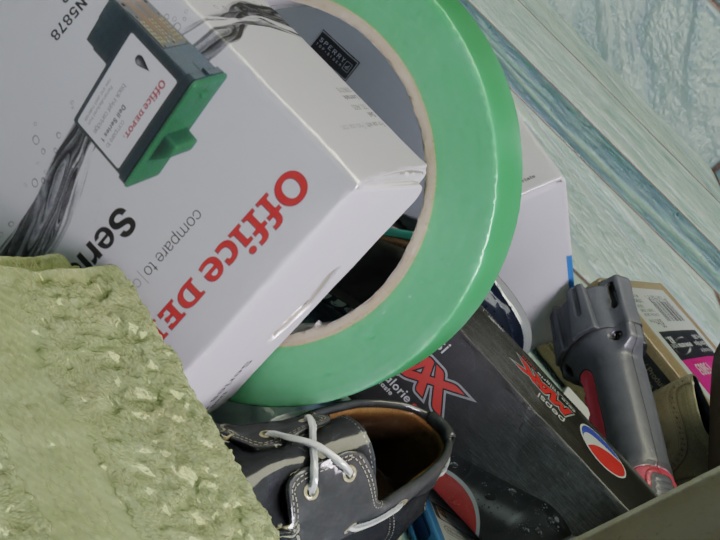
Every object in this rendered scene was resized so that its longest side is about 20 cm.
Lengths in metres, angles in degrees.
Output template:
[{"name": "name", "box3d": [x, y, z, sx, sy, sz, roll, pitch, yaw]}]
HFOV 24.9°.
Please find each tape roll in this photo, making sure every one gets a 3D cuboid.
[{"name": "tape roll", "box3d": [-0.033, -0.044, 0.694, 0.201, 0.200, 0.048, 49, 17, 8]}]

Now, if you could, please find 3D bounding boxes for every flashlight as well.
[{"name": "flashlight", "box3d": [0.148, 0.102, 0.947, 0.068, 0.067, 0.200, 73, 7, -48]}]

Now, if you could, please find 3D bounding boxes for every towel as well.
[{"name": "towel", "box3d": [-0.101, 0.068, 0.518, 0.148, 0.037, 0.200, -3, 47, -47]}]

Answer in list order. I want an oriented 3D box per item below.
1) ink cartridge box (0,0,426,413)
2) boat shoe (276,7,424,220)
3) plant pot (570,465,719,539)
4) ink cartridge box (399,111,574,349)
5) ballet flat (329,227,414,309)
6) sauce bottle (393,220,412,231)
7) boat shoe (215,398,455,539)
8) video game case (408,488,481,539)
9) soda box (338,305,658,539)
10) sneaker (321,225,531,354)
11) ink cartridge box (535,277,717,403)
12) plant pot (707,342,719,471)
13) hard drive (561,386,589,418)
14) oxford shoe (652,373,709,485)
[{"name": "ink cartridge box", "box3d": [-0.096, -0.055, 0.643, 0.200, 0.146, 0.084, 45, 19, 10]}, {"name": "boat shoe", "box3d": [0.009, -0.100, 0.928, 0.200, 0.069, 0.057, 52, 14, 29]}, {"name": "plant pot", "box3d": [0.185, 0.207, 0.670, 0.177, 0.199, 0.200, 53, 20, -18]}, {"name": "ink cartridge box", "box3d": [0.056, -0.059, 1.040, 0.146, 0.084, 0.200, 75, -11, -48]}, {"name": "ballet flat", "box3d": [-0.046, -0.003, 0.756, 0.199, 0.069, 0.068, 16, 0, 27]}, {"name": "sauce bottle", "box3d": [-0.043, -0.071, 0.964, 0.200, 0.066, 0.066, 47, 17, -4]}, {"name": "boat shoe", "box3d": [-0.030, 0.080, 0.652, 0.200, 0.068, 0.072, 8, 41, -57]}, {"name": "video game case", "box3d": [0.067, 0.132, 0.847, 0.143, 0.018, 0.200, 33, 22, -35]}, {"name": "soda box", "box3d": [0.070, 0.085, 0.804, 0.200, 0.071, 0.063, 47, 16, 0]}, {"name": "sneaker", "box3d": [0.000, 0.000, 0.875, 0.200, 0.070, 0.108, 36, 13, 6]}, {"name": "ink cartridge box", "box3d": [0.231, 0.090, 1.232, 0.165, 0.075, 0.200, 50, 17, 16]}, {"name": "plant pot", "box3d": [0.280, 0.114, 0.937, 0.200, 0.200, 0.174, 31, 40, -40]}, {"name": "hard drive", "box3d": [0.179, 0.167, 1.015, 0.200, 0.027, 0.132, 49, 18, 4]}, {"name": "oxford shoe", "box3d": [0.245, 0.155, 1.025, 0.200, 0.075, 0.070, 50, 18, 10]}]
